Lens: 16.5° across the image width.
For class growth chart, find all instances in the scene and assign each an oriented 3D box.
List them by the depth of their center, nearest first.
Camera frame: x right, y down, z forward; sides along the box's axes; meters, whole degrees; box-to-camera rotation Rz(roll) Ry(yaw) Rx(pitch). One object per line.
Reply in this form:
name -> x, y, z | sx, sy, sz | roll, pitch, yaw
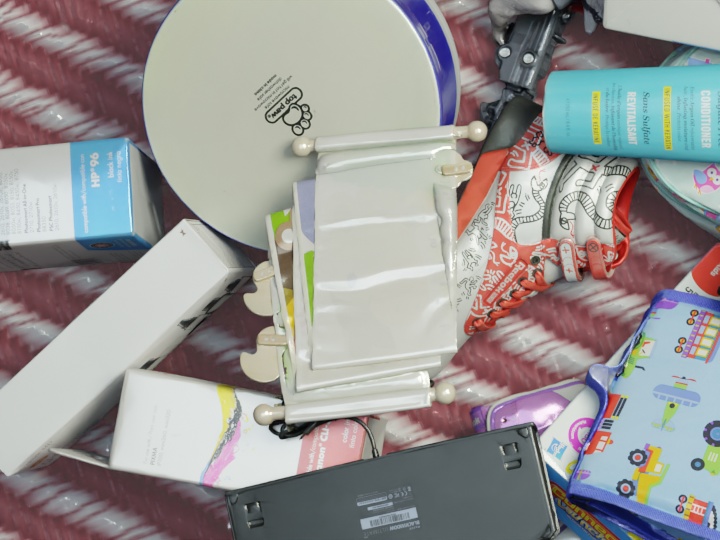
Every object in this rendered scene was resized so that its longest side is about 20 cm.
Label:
growth chart -> 0.000, 0.000, 1.531 | 0.144, 0.018, 0.201 | 1, 71, 14

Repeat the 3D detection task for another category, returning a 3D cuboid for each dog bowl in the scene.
dog bowl -> -0.038, -0.114, 1.608 | 0.199, 0.079, 0.201 | 3, 107, 10

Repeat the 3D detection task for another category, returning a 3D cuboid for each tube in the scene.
tube -> 0.213, -0.096, 1.514 | 0.199, 0.050, 0.078 | 1, 109, 18

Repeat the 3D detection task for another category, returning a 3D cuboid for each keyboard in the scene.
keyboard -> 0.014, 0.127, 1.517 | 0.199, 0.021, 0.127 | -13, 85, 8

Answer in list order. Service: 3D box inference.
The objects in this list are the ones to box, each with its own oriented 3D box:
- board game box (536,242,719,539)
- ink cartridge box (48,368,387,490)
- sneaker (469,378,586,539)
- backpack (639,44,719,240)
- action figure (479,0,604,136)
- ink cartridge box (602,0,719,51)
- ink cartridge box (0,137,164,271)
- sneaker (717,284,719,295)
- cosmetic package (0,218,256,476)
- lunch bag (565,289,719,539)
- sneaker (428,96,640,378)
board game box -> 0.233, 0.118, 1.559 | 0.196, 0.056, 0.200 | 41, 67, 8
ink cartridge box -> -0.090, 0.107, 1.603 | 0.199, 0.116, 0.068 | 10, 86, 7
sneaker -> 0.088, 0.153, 1.604 | 0.200, 0.073, 0.114 | -40, 80, -11
backpack -> 0.276, -0.076, 1.581 | 0.200, 0.127, 0.167 | 27, 90, 12
action figure -> 0.087, -0.187, 1.630 | 0.193, 0.105, 0.201 | 11, 84, 17
ink cartridge box -> 0.256, -0.196, 1.573 | 0.116, 0.200, 0.067 | 16, 116, 36
ink cartridge box -> -0.238, -0.039, 1.639 | 0.199, 0.116, 0.068 | -5, 82, 5
sneaker -> 0.321, 0.002, 1.488 | 0.199, 0.080, 0.087 | 11, 105, -10
cosmetic package -> -0.161, 0.051, 1.622 | 0.200, 0.083, 0.051 | -43, 81, 9
lunch bag -> 0.227, 0.102, 1.495 | 0.200, 0.094, 0.151 | 23, 68, 10
sneaker -> 0.106, -0.002, 1.603 | 0.108, 0.067, 0.202 | 26, 97, 15
